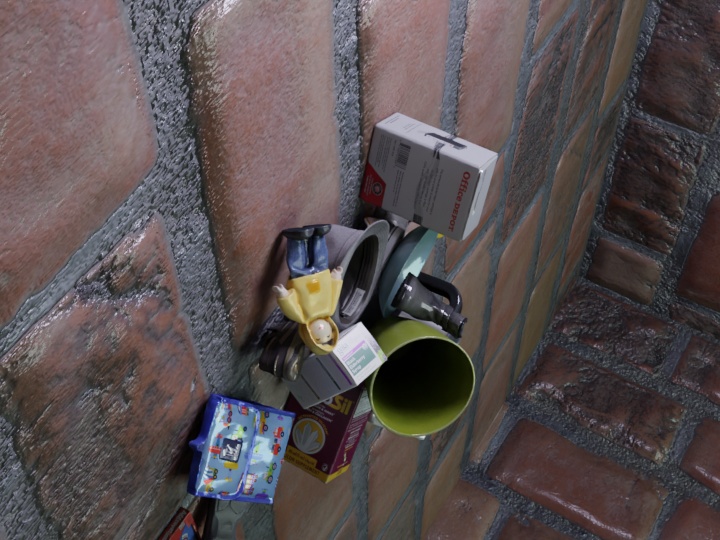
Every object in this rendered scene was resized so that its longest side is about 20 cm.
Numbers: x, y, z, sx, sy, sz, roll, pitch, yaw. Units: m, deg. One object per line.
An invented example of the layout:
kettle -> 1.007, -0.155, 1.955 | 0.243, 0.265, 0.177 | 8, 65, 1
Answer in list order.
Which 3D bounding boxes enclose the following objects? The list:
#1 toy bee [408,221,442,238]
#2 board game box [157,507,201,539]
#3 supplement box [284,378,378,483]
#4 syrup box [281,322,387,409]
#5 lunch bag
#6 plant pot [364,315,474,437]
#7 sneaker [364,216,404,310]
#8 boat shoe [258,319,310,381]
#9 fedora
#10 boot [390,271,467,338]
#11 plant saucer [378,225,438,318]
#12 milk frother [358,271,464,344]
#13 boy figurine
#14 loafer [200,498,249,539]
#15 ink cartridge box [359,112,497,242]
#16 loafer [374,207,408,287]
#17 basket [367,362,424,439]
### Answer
toy bee -> 0.113, -0.112, 1.889 | 0.108, 0.131, 0.200 | -31, 161, -16
board game box -> -0.300, 0.474, 1.653 | 0.103, 0.019, 0.200 | -53, 157, -29
supplement box -> -0.062, 0.266, 1.850 | 0.103, 0.131, 0.201 | -8, 120, -67
syrup box -> -0.048, 0.162, 1.680 | 0.079, 0.082, 0.200 | -38, -176, -34
lunch bag -> -0.204, 0.274, 1.563 | 0.200, 0.094, 0.151 | 27, 76, -60
plant pot -> 0.078, 0.162, 1.773 | 0.200, 0.186, 0.188 | -128, -125, -64
sneaker -> 0.000, 0.000, 1.774 | 0.201, 0.079, 0.078 | -63, 169, 6
boat shoe -> -0.118, 0.109, 1.611 | 0.200, 0.073, 0.075 | -69, 169, -72
fedora -> -0.034, -0.004, 1.656 | 0.177, 0.090, 0.201 | -35, 142, -56
boot -> 0.129, 0.066, 1.775 | 0.070, 0.131, 0.200 | -60, 169, 3
plant saucer -> 0.078, -0.011, 1.796 | 0.201, 0.039, 0.201 | -57, 169, -17
milk frother -> 0.095, 0.082, 1.948 | 0.181, 0.188, 0.200 | -66, 161, 2
boy figurine -> -0.077, 0.033, 1.518 | 0.124, 0.064, 0.201 | -10, 98, -37
loafer -> -0.235, 0.407, 1.682 | 0.072, 0.063, 0.201 | 26, 69, -40
ink cartridge box -> 0.114, -0.157, 1.691 | 0.084, 0.199, 0.145 | -38, 148, -51
loafer -> 0.055, -0.064, 1.825 | 0.070, 0.070, 0.201 | 12, 104, -36
basket -> 0.053, 0.235, 1.982 | 0.200, 0.135, 0.124 | 22, -89, 66
